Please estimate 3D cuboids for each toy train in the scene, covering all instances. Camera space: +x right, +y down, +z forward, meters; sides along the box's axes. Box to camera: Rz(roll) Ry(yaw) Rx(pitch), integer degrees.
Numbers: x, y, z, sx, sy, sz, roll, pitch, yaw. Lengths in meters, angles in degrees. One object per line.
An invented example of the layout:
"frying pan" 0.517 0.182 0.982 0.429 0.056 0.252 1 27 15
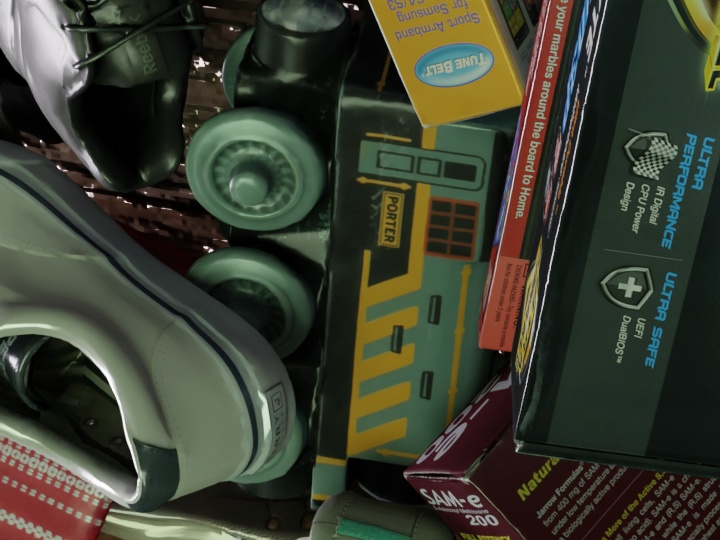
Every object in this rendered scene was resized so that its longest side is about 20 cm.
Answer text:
"toy train" 0.000 0.000 0.854 0.113 0.085 0.201 9 124 6

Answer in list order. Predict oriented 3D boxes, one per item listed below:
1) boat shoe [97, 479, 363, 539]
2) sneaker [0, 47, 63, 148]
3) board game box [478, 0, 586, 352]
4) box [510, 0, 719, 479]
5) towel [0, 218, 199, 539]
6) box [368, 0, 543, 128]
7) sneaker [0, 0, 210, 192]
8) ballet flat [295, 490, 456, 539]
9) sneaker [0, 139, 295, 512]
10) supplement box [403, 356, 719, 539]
"boat shoe" -0.096 0.094 0.956 0.199 0.076 0.072 16 128 15
"sneaker" -0.161 -0.122 0.856 0.104 0.060 0.200 8 129 19
"board game box" 0.098 -0.055 0.682 0.102 0.019 0.201 7 125 -3
"box" 0.131 -0.031 0.657 0.158 0.046 0.201 8 125 -3
"towel" -0.152 0.060 0.912 0.144 0.022 0.201 23 92 17
"box" 0.024 -0.137 0.728 0.041 0.119 0.201 -9 116 28
"sneaker" -0.078 -0.107 0.771 0.076 0.091 0.200 -20 142 -10
"ballet flat" -0.017 0.139 0.906 0.063 0.068 0.200 18 142 -5
"sneaker" -0.113 0.012 0.832 0.200 0.071 0.073 28 124 34
"supplement box" 0.122 0.101 0.839 0.200 0.109 0.061 48 162 -11
